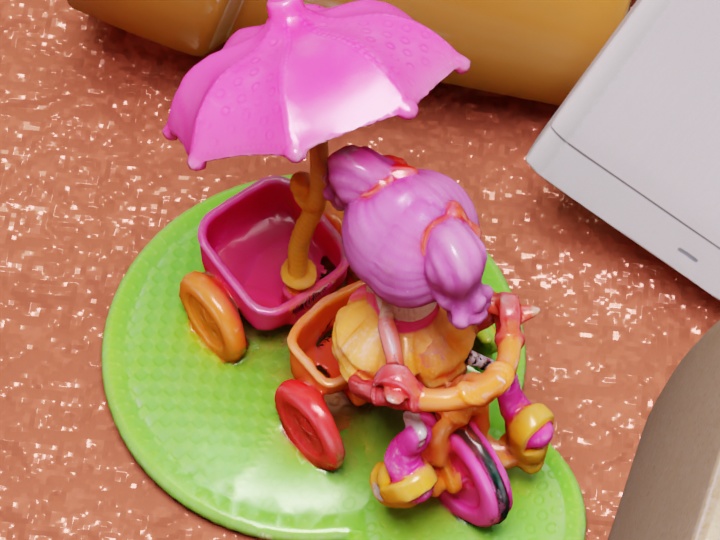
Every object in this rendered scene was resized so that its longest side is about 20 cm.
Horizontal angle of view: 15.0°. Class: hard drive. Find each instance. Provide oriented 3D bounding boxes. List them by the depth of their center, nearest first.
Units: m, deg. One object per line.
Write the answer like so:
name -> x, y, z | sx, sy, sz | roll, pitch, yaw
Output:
hard drive -> 0.159, -0.069, 0.902 | 0.132, 0.200, 0.027 | 35, 38, -1

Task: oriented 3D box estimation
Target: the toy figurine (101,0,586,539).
toy figurine -> 0.000, 0.000, 0.884 | 0.150, 0.184, 0.200 | -32, 64, -19

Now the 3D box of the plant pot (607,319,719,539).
plant pot -> 0.151, 0.113, 0.729 | 0.200, 0.177, 0.200 | 17, 64, 10

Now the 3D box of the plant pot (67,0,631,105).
plant pot -> 0.017, -0.151, 0.989 | 0.183, 0.200, 0.200 | 23, 59, -5
